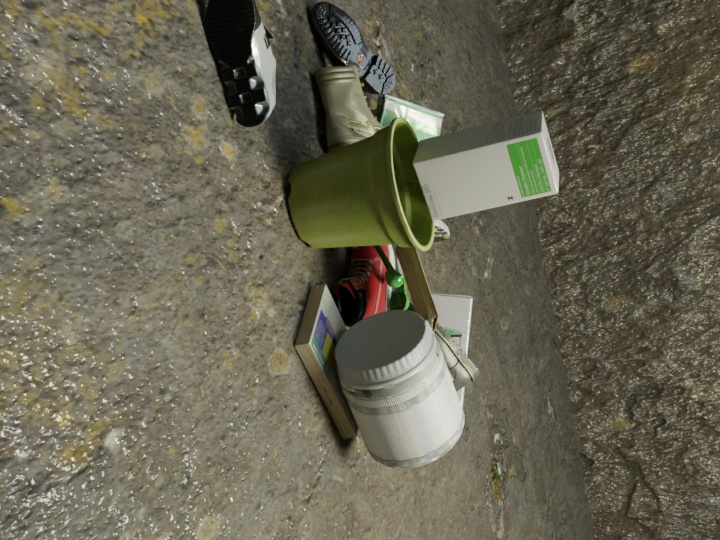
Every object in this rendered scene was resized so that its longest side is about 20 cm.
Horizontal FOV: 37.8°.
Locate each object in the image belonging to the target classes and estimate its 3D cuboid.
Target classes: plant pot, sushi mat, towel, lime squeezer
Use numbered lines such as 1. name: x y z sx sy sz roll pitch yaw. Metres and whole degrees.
1. plant pot: -0.004 -0.113 1.591 0.200 0.182 0.203 -11 90 -72
2. sushi mat: 0.086 0.017 1.641 0.096 0.012 0.201 94 -17 -53
3. towel: 0.077 -0.206 1.917 0.151 0.023 0.202 11 89 -34
4. lime squeezer: 0.047 0.034 1.720 0.070 0.038 0.202 -18 111 -32

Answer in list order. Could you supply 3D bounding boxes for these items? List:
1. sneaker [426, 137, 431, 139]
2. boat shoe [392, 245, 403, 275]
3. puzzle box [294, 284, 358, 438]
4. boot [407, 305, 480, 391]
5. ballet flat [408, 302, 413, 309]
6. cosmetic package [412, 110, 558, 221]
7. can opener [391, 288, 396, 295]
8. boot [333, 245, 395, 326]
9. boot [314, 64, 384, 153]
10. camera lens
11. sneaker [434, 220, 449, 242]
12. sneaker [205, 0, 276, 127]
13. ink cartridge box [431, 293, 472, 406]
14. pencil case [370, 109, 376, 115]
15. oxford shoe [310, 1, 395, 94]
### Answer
1. sneaker: 0.070 -0.157 1.824 0.075 0.200 0.085 44 6 0
2. boat shoe: 0.054 -0.053 1.849 0.064 0.070 0.201 -58 155 -44
3. puzzle box: -0.040 0.138 1.596 0.134 0.025 0.201 -75 148 -50
4. boot: 0.082 0.186 1.738 0.182 0.200 0.073 48 -7 -6
5. ballet flat: 0.063 0.142 1.841 0.071 0.070 0.201 59 29 -44
6. cosmetic package: 0.190 -0.157 1.585 0.085 0.198 0.108 -73 145 -57
7. can opener: 0.040 0.089 1.793 0.079 0.063 0.202 49 35 -56
8. boot: 0.000 0.000 1.721 0.144 0.072 0.202 33 53 -62
9. boot: 0.004 -0.271 1.812 0.199 0.072 0.157 -3 76 -47
10. camera lens: 0.059 0.182 1.576 0.160 0.158 0.201 -71 145 -55
11. sneaker: 0.129 -0.120 2.136 0.200 0.074 0.085 45 38 -58
12. sneaker: -0.157 -0.304 1.437 0.089 0.073 0.202 -55 141 -64
13. ink cartridge box: 0.136 0.142 1.860 0.145 0.083 0.202 164 -68 -82
14. pencil case: 0.053 -0.204 1.965 0.085 0.083 0.202 -35 114 -44
15. oxford shoe: -0.029 -0.383 1.848 0.073 0.084 0.200 -51 118 -20
